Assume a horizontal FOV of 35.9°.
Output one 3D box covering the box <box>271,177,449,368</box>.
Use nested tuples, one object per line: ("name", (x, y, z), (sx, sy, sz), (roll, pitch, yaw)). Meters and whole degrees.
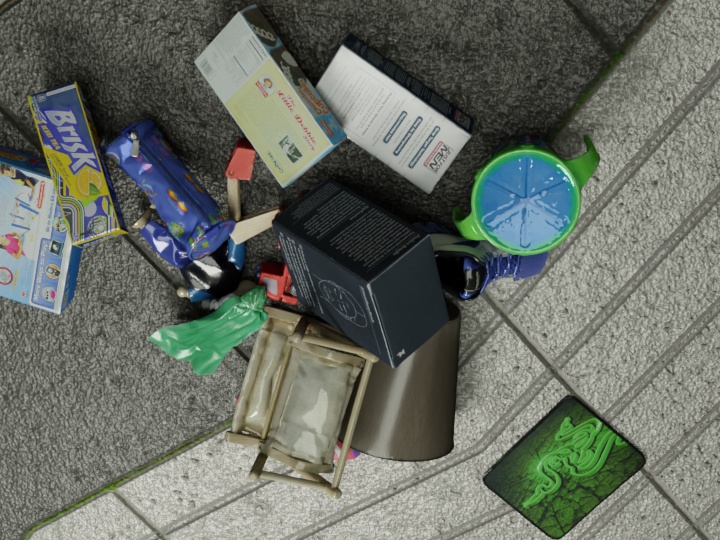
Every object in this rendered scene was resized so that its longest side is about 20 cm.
("box", (0.000, 0.000, 1.407), (0.107, 0.199, 0.150), (-37, 135, -22))

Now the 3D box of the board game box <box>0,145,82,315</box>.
("board game box", (-0.485, -0.063, 1.549), (0.193, 0.056, 0.202), (18, 114, 0))

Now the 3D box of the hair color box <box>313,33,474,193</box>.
("hair color box", (0.037, -0.199, 1.417), (0.199, 0.061, 0.100), (34, 117, -7))

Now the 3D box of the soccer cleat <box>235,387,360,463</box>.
("soccer cleat", (-0.086, 0.217, 1.613), (0.197, 0.067, 0.077), (20, 110, 2))

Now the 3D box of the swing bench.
("swing bench", (-0.083, 0.172, 1.499), (0.128, 0.200, 0.202), (15, 94, -18))

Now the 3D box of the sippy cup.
("sippy cup", (0.207, -0.106, 1.397), (0.175, 0.131, 0.142), (6, 113, 5))

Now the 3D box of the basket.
("basket", (0.062, 0.139, 1.522), (0.177, 0.136, 0.203), (5, 110, -14))

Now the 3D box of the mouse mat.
("mouse mat", (0.295, 0.292, 1.623), (0.160, 0.008, 0.200), (38, 111, -9))

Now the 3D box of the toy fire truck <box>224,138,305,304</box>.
("toy fire truck", (-0.126, -0.062, 1.491), (0.139, 0.049, 0.203), (13, 109, -9))

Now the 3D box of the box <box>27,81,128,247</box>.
("box", (-0.369, -0.137, 1.453), (0.069, 0.064, 0.203), (-17, 88, -5))

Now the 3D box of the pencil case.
("pencil case", (-0.250, -0.109, 1.454), (0.078, 0.087, 0.201), (-39, 84, -11))

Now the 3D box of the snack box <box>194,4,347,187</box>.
("snack box", (-0.114, -0.217, 1.400), (0.116, 0.037, 0.201), (-33, 93, 44))

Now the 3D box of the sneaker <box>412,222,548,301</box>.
("sneaker", (0.154, -0.003, 1.436), (0.196, 0.115, 0.082), (3, 116, -15))

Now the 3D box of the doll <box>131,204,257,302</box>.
("doll", (-0.215, -0.022, 1.534), (0.200, 0.049, 0.136), (44, 105, -11))

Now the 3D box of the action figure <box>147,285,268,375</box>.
("action figure", (-0.191, 0.073, 1.535), (0.117, 0.055, 0.199), (29, 137, -32))
